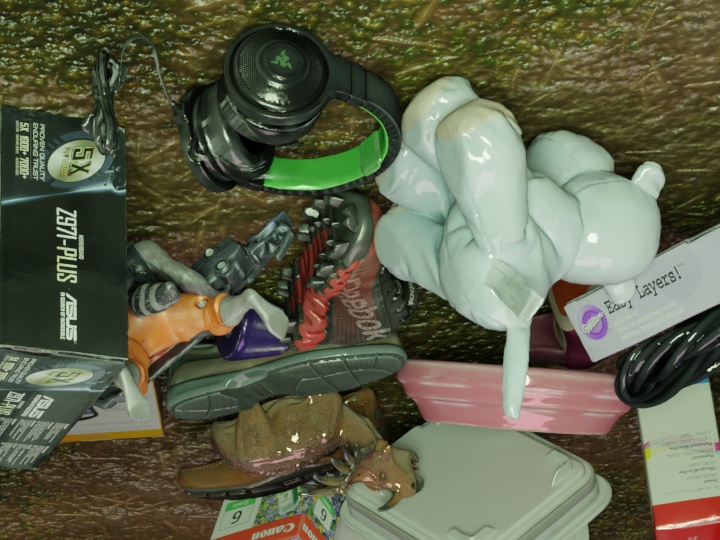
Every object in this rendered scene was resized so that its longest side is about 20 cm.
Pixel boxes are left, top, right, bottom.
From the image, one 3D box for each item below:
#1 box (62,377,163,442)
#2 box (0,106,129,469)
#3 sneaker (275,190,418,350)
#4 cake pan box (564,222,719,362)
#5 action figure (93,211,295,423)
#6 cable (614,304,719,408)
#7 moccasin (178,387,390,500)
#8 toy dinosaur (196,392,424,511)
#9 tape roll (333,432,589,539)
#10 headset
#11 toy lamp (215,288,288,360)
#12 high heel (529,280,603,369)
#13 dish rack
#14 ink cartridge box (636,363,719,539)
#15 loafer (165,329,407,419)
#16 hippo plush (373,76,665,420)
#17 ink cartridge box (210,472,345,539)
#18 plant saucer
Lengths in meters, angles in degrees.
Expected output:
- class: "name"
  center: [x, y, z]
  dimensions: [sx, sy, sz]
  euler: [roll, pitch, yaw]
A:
- class: "box"
  center: [-0.224, 0.085, 1.425]
  dimensions: [0.118, 0.042, 0.201]
  euler: [-3, 152, -4]
- class: "box"
  center: [-0.221, 0.017, 1.139]
  dimensions: [0.085, 0.165, 0.200]
  euler: [9, 151, -25]
- class: "sneaker"
  center: [0.000, 0.000, 1.249]
  dimensions: [0.097, 0.072, 0.201]
  euler: [1, 156, -11]
- class: "cake pan box"
  center: [0.261, -0.012, 1.205]
  dimensions: [0.183, 0.053, 0.199]
  euler: [-18, 170, -45]
- class: "action figure"
  center: [-0.125, 0.010, 1.177]
  dimensions: [0.193, 0.200, 0.105]
  euler: [25, 155, 56]
- class: "cable"
  center: [0.274, 0.048, 1.299]
  dimensions: [0.199, 0.051, 0.163]
  euler: [-22, 174, -28]
- class: "moccasin"
  center: [-0.073, 0.154, 1.562]
  dimensions: [0.200, 0.079, 0.073]
  euler: [-21, 165, 23]
- class: "toy dinosaur"
  center: [-0.056, 0.140, 1.453]
  dimensions: [0.198, 0.137, 0.086]
  euler: [-12, 154, 16]
- class: "tape roll"
  center: [0.093, 0.248, 1.625]
  dimensions: [0.201, 0.205, 0.139]
  euler: [10, 150, -28]
- class: "headset"
  center: [-0.068, -0.083, 1.038]
  dimensions: [0.198, 0.095, 0.123]
  euler: [17, 147, -29]
- class: "toy lamp"
  center: [-0.144, 0.031, 1.308]
  dimensions: [0.198, 0.059, 0.058]
  euler: [12, 150, -26]
- class: "high heel"
  center: [0.185, 0.023, 1.347]
  dimensions: [0.095, 0.068, 0.200]
  euler: [-4, 162, -16]
- class: "dish rack"
  center: [0.090, 0.180, 1.466]
  dimensions: [0.171, 0.199, 0.044]
  euler: [-34, 125, -26]
- class: "ink cartridge box"
  center: [0.279, 0.177, 1.509]
  dimensions: [0.066, 0.202, 0.116]
  euler: [-8, 154, 9]
- class: "loafer"
  center: [-0.063, 0.065, 1.392]
  dimensions: [0.198, 0.063, 0.072]
  euler: [-13, 153, 10]
- class: "hippo plush"
  center: [0.116, -0.044, 1.101]
  dimensions: [0.159, 0.200, 0.161]
  euler: [-13, 128, -26]
- class: "ink cartridge box"
  center: [-0.081, 0.242, 1.589]
  dimensions: [0.108, 0.201, 0.051]
  euler: [-19, 121, 27]
- class: "plant saucer"
  center: [0.127, 0.102, 1.419]
  dimensions: [0.198, 0.051, 0.201]
  euler: [5, 178, 0]
